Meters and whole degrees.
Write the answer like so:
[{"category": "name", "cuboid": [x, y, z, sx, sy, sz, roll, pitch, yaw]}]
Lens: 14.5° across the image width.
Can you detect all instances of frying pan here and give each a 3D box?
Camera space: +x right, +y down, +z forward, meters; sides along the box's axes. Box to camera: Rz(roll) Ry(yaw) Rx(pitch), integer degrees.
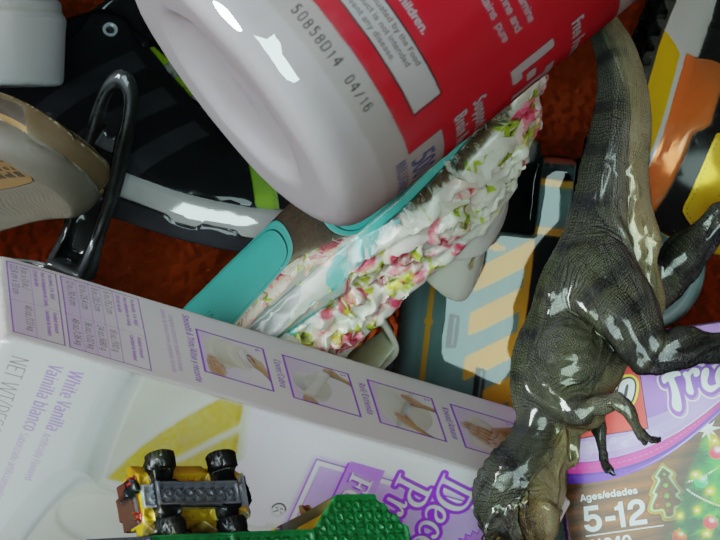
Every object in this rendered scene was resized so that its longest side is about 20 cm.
[{"category": "frying pan", "cuboid": [-0.096, 0.027, 1.016, 0.115, 0.031, 0.190, 41, 127, -4]}]

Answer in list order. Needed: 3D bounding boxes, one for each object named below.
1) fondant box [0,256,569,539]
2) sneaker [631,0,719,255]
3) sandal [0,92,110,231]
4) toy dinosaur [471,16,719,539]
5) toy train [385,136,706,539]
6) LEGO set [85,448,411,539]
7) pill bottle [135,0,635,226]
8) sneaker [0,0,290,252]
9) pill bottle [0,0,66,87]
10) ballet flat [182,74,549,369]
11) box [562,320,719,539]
[{"category": "fondant box", "cuboid": [-0.052, 0.094, 0.939, 0.200, 0.058, 0.144, 17, 113, -20]}, {"category": "sneaker", "cuboid": [0.151, -0.092, 0.996, 0.090, 0.070, 0.200, 26, 69, -3]}, {"category": "sandal", "cuboid": [-0.164, -0.017, 0.984, 0.082, 0.200, 0.055, 34, 63, -39]}, {"category": "toy dinosaur", "cuboid": [0.093, 0.008, 0.909, 0.088, 0.047, 0.200, 12, 78, 0]}, {"category": "toy train", "cuboid": [0.059, 0.045, 1.024, 0.114, 0.085, 0.200, 7, 95, 1]}, {"category": "LEGO set", "cuboid": [-0.053, 0.164, 0.856, 0.154, 0.116, 0.200, -8, 74, -38]}, {"category": "pill bottle", "cuboid": [0.035, -0.115, 0.891, 0.200, 0.112, 0.112, -39, 92, -11]}, {"category": "sneaker", "cuboid": [-0.081, -0.061, 1.028, 0.200, 0.072, 0.083, 16, 94, 1]}, {"category": "pill bottle", "cuboid": [-0.141, -0.162, 0.962, 0.112, 0.112, 0.200, 1, 93, 2]}, {"category": "ballet flat", "cuboid": [0.000, 0.000, 0.974, 0.200, 0.076, 0.064, -42, 121, 15]}, {"category": "box", "cuboid": [0.168, 0.079, 0.951, 0.200, 0.039, 0.137, -9, 88, 6]}]
